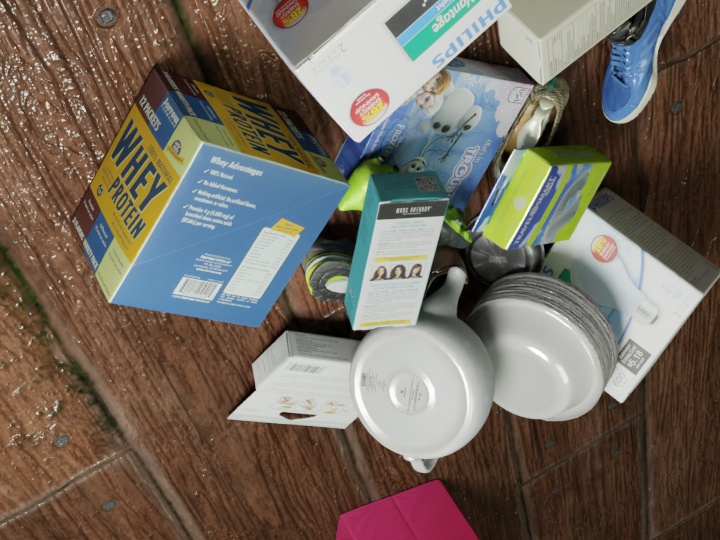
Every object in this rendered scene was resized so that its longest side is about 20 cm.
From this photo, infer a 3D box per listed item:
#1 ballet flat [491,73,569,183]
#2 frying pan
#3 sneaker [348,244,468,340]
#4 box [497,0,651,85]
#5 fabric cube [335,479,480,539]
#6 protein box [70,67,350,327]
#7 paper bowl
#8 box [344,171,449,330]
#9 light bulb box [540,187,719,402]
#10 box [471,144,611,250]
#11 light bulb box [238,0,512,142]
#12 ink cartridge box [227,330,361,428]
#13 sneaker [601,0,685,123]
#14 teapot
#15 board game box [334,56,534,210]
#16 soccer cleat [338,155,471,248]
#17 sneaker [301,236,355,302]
[{"bbox_3d":[0.201,-0.151,1.472,0.076,0.067,0.201,-62,173,-46],"label":"ballet flat"},{"bbox_3d":[0.175,0.008,1.601,0.031,0.114,0.191,-54,166,-56],"label":"frying pan"},{"bbox_3d":[0.062,0.051,1.578,0.070,0.076,0.200,20,115,-46],"label":"sneaker"},{"bbox_3d":[0.250,-0.308,1.324,0.199,0.078,0.095,-37,156,-7],"label":"box"},{"bbox_3d":[0.086,0.496,1.939,0.199,0.200,0.197,-16,135,-24],"label":"fabric cube"},{"bbox_3d":[-0.158,-0.070,1.250,0.198,0.135,0.201,12,121,-42],"label":"protein box"},{"bbox_3d":[0.225,0.111,1.557,0.104,0.199,0.202,-50,155,-41],"label":"paper bowl"},{"bbox_3d":[0.037,-0.020,1.364,0.082,0.049,0.201,-4,135,-17],"label":"box"},{"bbox_3d":[0.345,0.030,1.633,0.125,0.200,0.199,-26,150,-59],"label":"light bulb box"},{"bbox_3d":[0.226,-0.092,1.476,0.199,0.048,0.123,-10,131,-54],"label":"box"},{"bbox_3d":[-0.003,-0.268,1.118,0.198,0.200,0.125,-41,141,5],"label":"light bulb box"},{"bbox_3d":[-0.057,0.150,1.600,0.199,0.044,0.174,10,144,-34],"label":"ink cartridge box"},{"bbox_3d":[0.315,-0.272,1.442,0.111,0.077,0.201,-7,128,-39],"label":"sneaker"},{"bbox_3d":[0.090,0.135,1.513,0.200,0.198,0.146,-38,175,30],"label":"teapot"},{"bbox_3d":[0.080,-0.158,1.411,0.198,0.043,0.201,1,128,-38],"label":"board game box"},{"bbox_3d":[0.053,-0.068,1.405,0.081,0.068,0.199,-41,136,23],"label":"soccer cleat"},{"bbox_3d":[0.000,0.000,1.476,0.074,0.081,0.199,-43,142,20],"label":"sneaker"}]
